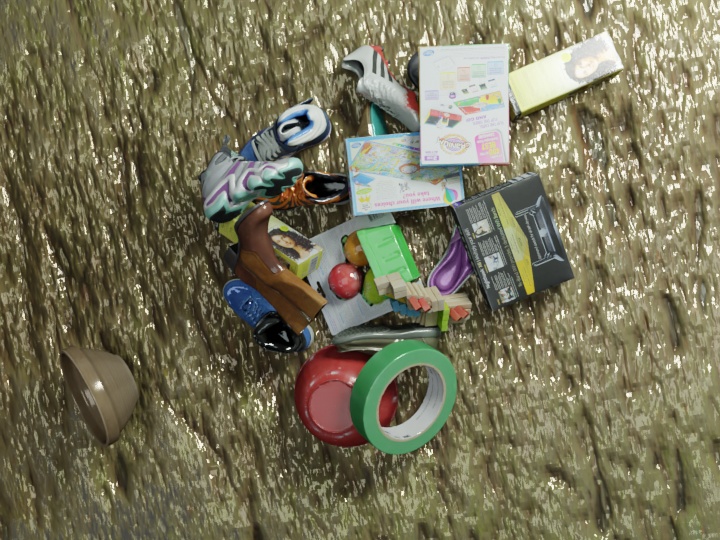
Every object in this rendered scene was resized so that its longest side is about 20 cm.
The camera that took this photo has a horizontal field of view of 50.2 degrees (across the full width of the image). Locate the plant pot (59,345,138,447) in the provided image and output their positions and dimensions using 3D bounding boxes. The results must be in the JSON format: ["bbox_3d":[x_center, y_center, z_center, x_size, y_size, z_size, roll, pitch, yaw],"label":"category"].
[{"bbox_3d":[-0.486,0.225,1.463,0.093,0.201,0.201,-24,87,-32],"label":"plant pot"}]

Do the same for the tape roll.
[{"bbox_3d":[0.078,0.222,1.350,0.200,0.048,0.201,-11,112,-29],"label":"tape roll"}]

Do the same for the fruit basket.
[{"bbox_3d":[0.000,0.000,1.413,0.200,0.094,0.185,-25,87,25],"label":"fruit basket"}]

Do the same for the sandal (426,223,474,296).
[{"bbox_3d":[0.190,-0.035,1.386,0.082,0.050,0.203,28,96,7],"label":"sandal"}]

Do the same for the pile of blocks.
[{"bbox_3d":[0.111,0.067,1.345,0.200,0.062,0.082,17,113,-24],"label":"pile of blocks"}]

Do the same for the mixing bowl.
[{"bbox_3d":[-0.036,0.237,1.403,0.200,0.108,0.200,0,93,9],"label":"mixing bowl"}]

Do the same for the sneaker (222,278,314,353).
[{"bbox_3d":[-0.181,0.083,1.419,0.200,0.111,0.077,38,97,7],"label":"sneaker"}]

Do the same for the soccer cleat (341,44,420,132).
[{"bbox_3d":[0.040,-0.319,1.371,0.085,0.069,0.200,-24,71,-19],"label":"soccer cleat"}]

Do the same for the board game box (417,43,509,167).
[{"bbox_3d":[0.174,-0.277,1.300,0.153,0.040,0.200,0,94,5],"label":"board game box"}]

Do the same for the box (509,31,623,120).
[{"bbox_3d":[0.345,-0.337,1.337,0.200,0.050,0.075,-24,87,4],"label":"box"}]

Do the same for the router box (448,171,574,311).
[{"bbox_3d":[0.263,-0.050,1.340,0.157,0.052,0.200,-22,101,0],"label":"router box"}]

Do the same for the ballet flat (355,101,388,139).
[{"bbox_3d":[0.026,-0.205,1.409,0.072,0.068,0.200,-19,92,29],"label":"ballet flat"}]

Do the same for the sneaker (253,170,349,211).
[{"bbox_3d":[-0.111,-0.153,1.401,0.200,0.112,0.078,-6,90,9],"label":"sneaker"}]

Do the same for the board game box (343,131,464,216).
[{"bbox_3d":[0.077,-0.172,1.348,0.200,0.034,0.135,-6,95,-7],"label":"board game box"}]

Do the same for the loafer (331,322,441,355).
[{"bbox_3d":[0.048,0.137,1.390,0.200,0.075,0.070,-2,98,-4],"label":"loafer"}]

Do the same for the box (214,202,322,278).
[{"bbox_3d":[-0.169,-0.058,1.407,0.200,0.075,0.050,32,130,20],"label":"box"}]

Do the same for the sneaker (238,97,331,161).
[{"bbox_3d":[-0.152,-0.239,1.387,0.200,0.146,0.081,-24,88,9],"label":"sneaker"}]

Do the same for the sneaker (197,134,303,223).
[{"bbox_3d":[-0.206,-0.187,1.362,0.200,0.078,0.140,-25,69,13],"label":"sneaker"}]

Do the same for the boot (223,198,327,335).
[{"bbox_3d":[-0.138,-0.003,1.314,0.200,0.068,0.188,44,129,11],"label":"boot"}]

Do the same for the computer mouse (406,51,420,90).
[{"bbox_3d":[0.149,-0.293,1.391,0.200,0.046,0.140,36,93,-5],"label":"computer mouse"}]
